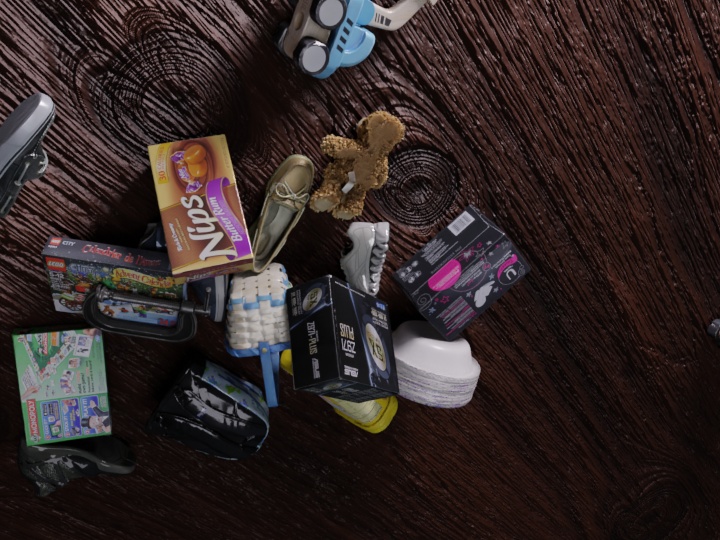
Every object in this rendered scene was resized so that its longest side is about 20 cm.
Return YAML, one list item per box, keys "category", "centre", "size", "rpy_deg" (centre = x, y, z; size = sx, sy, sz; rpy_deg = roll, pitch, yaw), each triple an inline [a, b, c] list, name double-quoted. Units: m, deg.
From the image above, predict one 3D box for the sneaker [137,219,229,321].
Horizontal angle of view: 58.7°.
- category: "sneaker"
  centre: [-0.285, 0.001, 1.034]
  size: [0.145, 0.077, 0.203]
  rpy_deg: [1, 131, -8]

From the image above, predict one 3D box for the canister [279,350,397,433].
- category: "canister"
  centre: [-0.041, 0.209, 1.197]
  size: [0.200, 0.148, 0.087]
  rpy_deg: [45, 71, -35]

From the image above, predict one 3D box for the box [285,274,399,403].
- category: "box"
  centre: [-0.025, 0.118, 1.037]
  size: [0.086, 0.165, 0.200]
  rpy_deg: [-18, 155, 25]

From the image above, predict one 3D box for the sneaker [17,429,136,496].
- category: "sneaker"
  centre: [-0.512, 0.350, 1.149]
  size: [0.198, 0.076, 0.115]
  rpy_deg: [17, 114, -25]

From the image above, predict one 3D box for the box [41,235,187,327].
- category: "box"
  centre: [-0.367, 0.021, 0.975]
  size: [0.198, 0.038, 0.137]
  rpy_deg: [8, 139, -7]

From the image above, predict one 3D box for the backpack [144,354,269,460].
- category: "backpack"
  centre: [-0.257, 0.257, 1.161]
  size: [0.199, 0.154, 0.164]
  rpy_deg: [34, 102, -10]

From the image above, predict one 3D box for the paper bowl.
- category: "paper bowl"
  centre: [0.128, 0.165, 1.205]
  size: [0.199, 0.201, 0.105]
  rpy_deg: [9, 105, -25]

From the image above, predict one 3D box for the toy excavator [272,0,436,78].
- category: "toy excavator"
  centre: [-0.001, -0.364, 0.926]
  size: [0.199, 0.100, 0.195]
  rpy_deg: [6, 119, -38]

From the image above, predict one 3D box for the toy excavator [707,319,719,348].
- category: "toy excavator"
  centre: [0.985, 0.134, 1.576]
  size: [0.194, 0.100, 0.200]
  rpy_deg: [38, 92, -34]

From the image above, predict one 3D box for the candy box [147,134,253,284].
- category: "candy box"
  centre: [-0.233, -0.090, 0.933]
  size: [0.116, 0.201, 0.057]
  rpy_deg: [-11, 164, -14]

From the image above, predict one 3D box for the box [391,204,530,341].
- category: "box"
  centre: [0.182, 0.004, 1.173]
  size: [0.200, 0.132, 0.115]
  rpy_deg: [-42, 126, 5]

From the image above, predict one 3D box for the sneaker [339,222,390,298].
- category: "sneaker"
  centre: [0.000, 0.000, 1.148]
  size: [0.080, 0.075, 0.201]
  rpy_deg: [8, 119, -3]

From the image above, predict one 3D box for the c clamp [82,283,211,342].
- category: "c clamp"
  centre: [-0.323, 0.058, 0.971]
  size: [0.198, 0.027, 0.171]
  rpy_deg: [6, 144, -7]

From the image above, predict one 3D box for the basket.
- category: "basket"
  centre: [-0.158, 0.104, 1.079]
  size: [0.138, 0.177, 0.201]
  rpy_deg: [-4, 115, -7]

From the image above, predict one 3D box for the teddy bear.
- category: "teddy bear"
  centre: [-0.009, -0.172, 1.041]
  size: [0.144, 0.067, 0.201]
  rpy_deg: [2, 121, -26]

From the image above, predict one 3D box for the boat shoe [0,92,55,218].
- category: "boat shoe"
  centre: [-0.469, -0.156, 0.882]
  size: [0.200, 0.072, 0.071]
  rpy_deg: [-43, 134, 19]

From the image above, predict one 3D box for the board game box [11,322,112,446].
- category: "board game box"
  centre: [-0.492, 0.188, 1.064]
  size: [0.134, 0.029, 0.202]
  rpy_deg: [-3, 108, -18]

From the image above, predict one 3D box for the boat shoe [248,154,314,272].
- category: "boat shoe"
  centre: [-0.131, -0.091, 1.041]
  size: [0.073, 0.063, 0.201]
  rpy_deg: [25, 108, -30]
